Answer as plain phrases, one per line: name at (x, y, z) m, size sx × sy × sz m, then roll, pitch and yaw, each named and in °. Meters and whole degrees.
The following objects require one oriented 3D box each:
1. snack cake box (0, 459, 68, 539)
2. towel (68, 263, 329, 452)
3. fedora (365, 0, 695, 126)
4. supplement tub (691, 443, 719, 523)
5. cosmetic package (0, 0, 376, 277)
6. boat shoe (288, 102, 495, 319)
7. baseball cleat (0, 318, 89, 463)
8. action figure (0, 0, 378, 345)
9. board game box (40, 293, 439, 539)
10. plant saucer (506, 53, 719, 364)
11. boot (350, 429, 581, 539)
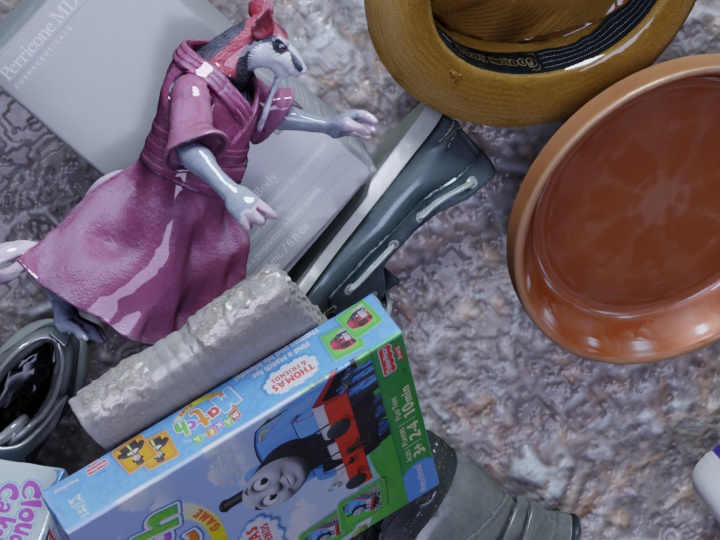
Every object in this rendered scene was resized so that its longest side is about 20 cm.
snack cake box at (-0.176, 0.203, 1.481) m, size 0.067 × 0.115 × 0.200 m, roll 5°, pitch 146°, yaw 18°
towel at (-0.069, 0.064, 1.455) m, size 0.133 × 0.200 × 0.034 m, roll -35°, pitch 67°, yaw 0°
fedora at (0.090, -0.175, 1.478) m, size 0.200 × 0.082 × 0.201 m, roll -11°, pitch 126°, yaw -15°
supplement tub at (0.307, 0.112, 1.562) m, size 0.200 × 0.145 × 0.145 m, roll -38°, pitch 105°, yaw 2°
cosmetic package at (-0.100, -0.091, 1.492) m, size 0.200 × 0.090 × 0.107 m, roll 39°, pitch 99°, yaw -17°
boat shoe at (0.000, 0.000, 1.533) m, size 0.062 × 0.073 × 0.200 m, roll 36°, pitch 91°, yaw -10°
baseball cleat at (-0.222, 0.112, 1.512) m, size 0.070 × 0.106 × 0.200 m, roll 29°, pitch 93°, yaw 1°
action figure at (-0.089, -0.058, 1.422) m, size 0.149 × 0.134 × 0.200 m, roll 24°, pitch 106°, yaw 17°
board game box at (-0.059, 0.115, 1.442) m, size 0.200 × 0.037 × 0.151 m, roll -30°, pitch 145°, yaw -11°
plant saucer at (0.174, -0.036, 1.534) m, size 0.200 × 0.032 × 0.200 m, roll -13°, pitch 129°, yaw -17°
boot at (0.032, 0.199, 1.591) m, size 0.131 × 0.068 × 0.200 m, roll 36°, pitch 100°, yaw -22°
